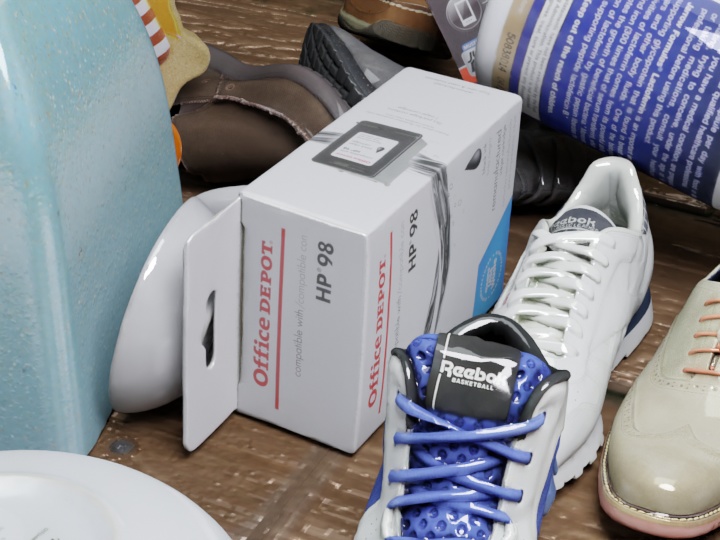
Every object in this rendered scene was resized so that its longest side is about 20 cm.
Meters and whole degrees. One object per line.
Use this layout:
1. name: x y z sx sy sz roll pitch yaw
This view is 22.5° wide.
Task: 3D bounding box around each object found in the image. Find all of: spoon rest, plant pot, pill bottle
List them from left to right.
1. plant pot: -0.194 -0.058 0.828 0.195 0.201 0.196 7 30 8
2. spoon rest: -0.073 0.001 0.853 0.060 0.100 0.200 22 23 13
3. pill bottle: 0.166 -0.098 0.885 0.199 0.116 0.116 28 37 16

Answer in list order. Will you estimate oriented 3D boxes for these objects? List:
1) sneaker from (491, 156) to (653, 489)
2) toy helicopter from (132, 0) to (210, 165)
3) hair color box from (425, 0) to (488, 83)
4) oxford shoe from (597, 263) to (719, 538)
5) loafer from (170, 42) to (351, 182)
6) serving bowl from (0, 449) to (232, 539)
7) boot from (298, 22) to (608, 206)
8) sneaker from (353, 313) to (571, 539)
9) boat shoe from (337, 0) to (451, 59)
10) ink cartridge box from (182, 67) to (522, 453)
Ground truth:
1. sneaker: 0.087 0.023 0.828 0.076 0.081 0.200 13 35 14
2. toy helicopter: -0.124 -0.146 0.931 0.132 0.200 0.079 27 11 -35
3. hair color box: 0.122 -0.164 1.064 0.111 0.064 0.200 -25 0 22
4. oxford shoe: 0.153 0.043 0.802 0.070 0.074 0.200 13 32 18
5. loafer: -0.062 -0.070 0.991 0.071 0.073 0.200 -43 34 -19
6. serving bowl: -0.129 0.124 0.655 0.199 0.066 0.200 1 30 -1
7. boot: 0.051 -0.081 1.032 0.131 0.070 0.200 -4 35 -26
8. sneaker: 0.029 0.088 0.654 0.080 0.115 0.200 8 45 10
9. boat shoe: 0.030 -0.185 1.140 0.075 0.074 0.200 14 17 -5
10. ink cartridge box: 0.000 0.000 0.826 0.066 0.116 0.200 18 34 23
